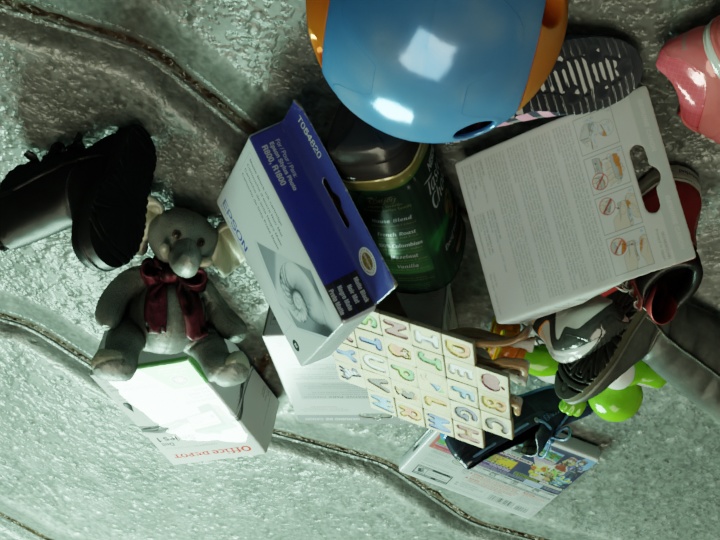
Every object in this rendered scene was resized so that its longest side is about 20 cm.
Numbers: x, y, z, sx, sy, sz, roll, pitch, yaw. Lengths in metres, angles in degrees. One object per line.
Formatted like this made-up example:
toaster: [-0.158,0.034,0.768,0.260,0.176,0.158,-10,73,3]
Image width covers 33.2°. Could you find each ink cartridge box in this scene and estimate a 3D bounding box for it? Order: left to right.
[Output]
ink cartridge box: [-0.208,0.145,1.466,0.145,0.085,0.201,-10,135,24]
ink cartridge box: [-0.059,-0.028,1.139,0.040,0.201,0.200,-22,167,-27]
ink cartridge box: [0.010,0.093,1.358,0.198,0.084,0.176,-1,140,13]
ink cartridge box: [0.195,-0.055,1.094,0.199,0.162,0.047,-20,167,31]

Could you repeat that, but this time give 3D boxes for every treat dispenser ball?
treat dispenser ball: [0.058,-0.199,0.919,0.199,0.202,0.202,6,140,5]

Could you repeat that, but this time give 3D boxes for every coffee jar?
coffee jar: [0.036,-0.077,1.140,0.084,0.105,0.201,-3,139,22]

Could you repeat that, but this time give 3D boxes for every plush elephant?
plush elephant: [-0.191,0.008,1.265,0.163,0.201,0.156,7,119,-16]

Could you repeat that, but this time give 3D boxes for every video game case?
video game case: [0.174,0.241,1.542,0.198,0.023,0.183,22,139,-12]

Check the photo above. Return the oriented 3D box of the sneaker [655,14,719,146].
sneaker: [0.324,-0.138,1.048,0.086,0.074,0.200,-8,134,41]

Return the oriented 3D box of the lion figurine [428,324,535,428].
lion figurine: [0.108,0.094,1.206,0.121,0.073,0.201,12,147,8]

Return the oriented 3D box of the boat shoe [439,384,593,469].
boat shoe: [0.187,0.186,1.381,0.198,0.069,0.084,-15,148,-17]

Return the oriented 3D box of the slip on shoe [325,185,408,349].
slip on shoe: [0.000,0.000,1.224,0.061,0.076,0.200,-42,83,21]

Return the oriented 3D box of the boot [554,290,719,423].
boot: [0.321,0.106,1.273,0.200,0.073,0.182,37,96,-31]

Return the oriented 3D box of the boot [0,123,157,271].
boot: [-0.289,-0.057,1.173,0.161,0.199,0.074,-17,131,20]

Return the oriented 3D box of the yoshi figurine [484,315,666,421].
yoshi figurine: [0.235,0.117,1.329,0.198,0.113,0.112,11,156,-4]

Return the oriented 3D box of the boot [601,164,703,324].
boot: [0.254,0.010,1.162,0.072,0.145,0.200,21,141,-16]

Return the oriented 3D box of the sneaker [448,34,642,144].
sneaker: [0.142,-0.166,1.055,0.198,0.082,0.071,-12,108,-2]

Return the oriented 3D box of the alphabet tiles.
alphabet tiles: [0.058,0.105,1.194,0.198,0.006,0.167,17,141,24]

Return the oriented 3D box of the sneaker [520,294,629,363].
sneaker: [0.190,0.035,1.177,0.081,0.073,0.200,61,167,-11]
